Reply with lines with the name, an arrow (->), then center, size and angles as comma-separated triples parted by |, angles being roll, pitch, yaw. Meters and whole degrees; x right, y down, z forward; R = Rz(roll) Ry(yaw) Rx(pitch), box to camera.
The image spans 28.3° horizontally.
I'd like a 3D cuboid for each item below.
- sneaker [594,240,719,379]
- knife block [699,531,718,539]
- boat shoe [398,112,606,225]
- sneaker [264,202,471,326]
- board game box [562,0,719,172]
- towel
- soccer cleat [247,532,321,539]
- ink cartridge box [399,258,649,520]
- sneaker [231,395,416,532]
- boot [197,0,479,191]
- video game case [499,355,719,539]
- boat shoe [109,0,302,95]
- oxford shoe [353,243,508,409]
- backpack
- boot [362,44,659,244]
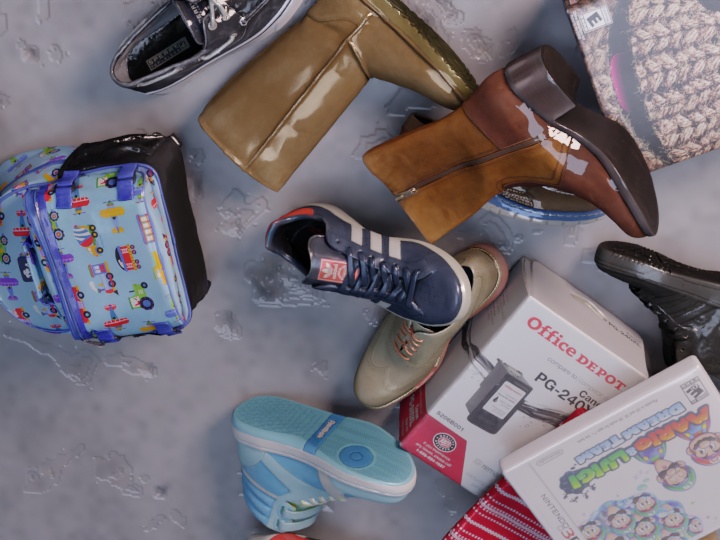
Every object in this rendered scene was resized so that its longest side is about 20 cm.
sneaker -> 0.297, 0.048, 1.309 | 0.199, 0.060, 0.105 | 16, 110, -7
knife block -> 0.225, 0.252, 1.403 | 0.200, 0.064, 0.176 | -34, 108, 17
boat shoe -> 0.127, -0.091, 1.253 | 0.199, 0.072, 0.073 | 10, 113, 0
sneaker -> 0.000, 0.000, 1.248 | 0.200, 0.084, 0.075 | 22, 110, 32
board game box -> 0.286, -0.191, 1.183 | 0.199, 0.097, 0.160 | -20, 111, 13
towel -> 0.190, 0.226, 1.334 | 0.144, 0.023, 0.200 | 34, 112, -22
soccer cleat -> -0.026, 0.308, 1.450 | 0.200, 0.085, 0.069 | 23, 81, -29
ink cartridge box -> 0.151, 0.112, 1.335 | 0.145, 0.083, 0.200 | 34, 112, -11
sneaker -> -0.034, 0.207, 1.375 | 0.200, 0.079, 0.131 | 19, 124, 30
boot -> -0.017, -0.144, 1.242 | 0.175, 0.066, 0.200 | 46, 109, 5
video game case -> 0.254, 0.189, 1.290 | 0.200, 0.024, 0.182 | -31, 119, 12
boat shoe -> -0.130, -0.216, 1.211 | 0.200, 0.068, 0.072 | -30, 85, 18
oxford shoe -> 0.050, 0.053, 1.311 | 0.071, 0.074, 0.200 | 43, 112, 15
backpack -> -0.252, -0.023, 1.280 | 0.199, 0.135, 0.183 | -5, 113, 9
boot -> 0.125, -0.066, 1.187 | 0.200, 0.069, 0.188 | -31, 114, 35
